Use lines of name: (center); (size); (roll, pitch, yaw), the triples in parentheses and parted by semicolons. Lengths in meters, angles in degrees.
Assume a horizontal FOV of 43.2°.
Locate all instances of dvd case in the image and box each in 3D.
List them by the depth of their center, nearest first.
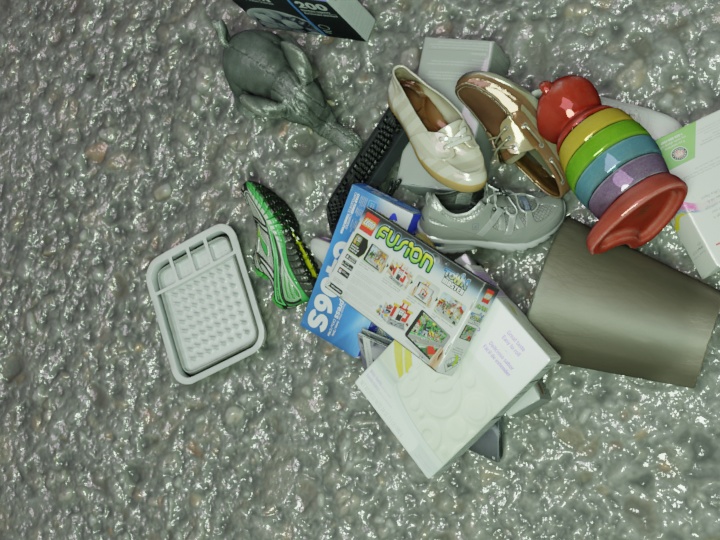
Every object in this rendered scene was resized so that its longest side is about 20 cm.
dvd case: (0.088, 0.159, 1.149); (0.197, 0.151, 0.016); (22, 53, 26)

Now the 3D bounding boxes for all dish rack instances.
dish rack: (-0.224, 0.052, 1.352); (0.169, 0.043, 0.204); (-25, 73, 18)

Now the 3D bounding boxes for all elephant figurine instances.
elephant figurine: (-0.101, -0.256, 1.267); (0.200, 0.152, 0.144); (43, 137, 44)

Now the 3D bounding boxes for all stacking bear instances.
stacking bear: (0.271, -0.136, 1.038); (0.202, 0.120, 0.114); (61, 138, 26)

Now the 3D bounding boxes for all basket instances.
basket: (0.309, 0.051, 1.064); (0.196, 0.136, 0.183); (20, 77, 21)

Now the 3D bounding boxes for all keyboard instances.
keyboard: (0.013, -0.122, 1.226); (0.201, 0.020, 0.128); (-55, 38, 30)

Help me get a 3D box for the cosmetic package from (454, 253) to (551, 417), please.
cosmetic package: (0.169, 0.082, 1.148); (0.050, 0.082, 0.203); (-31, 72, 17)

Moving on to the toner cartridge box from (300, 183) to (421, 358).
toner cartridge box: (0.000, 0.000, 1.178); (0.094, 0.043, 0.204); (26, 105, 20)

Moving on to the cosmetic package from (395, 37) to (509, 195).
cosmetic package: (0.124, -0.198, 1.209); (0.105, 0.090, 0.205); (12, 90, 26)

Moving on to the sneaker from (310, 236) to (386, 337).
sneaker: (-0.010, 0.033, 1.239); (0.200, 0.075, 0.100); (43, 99, 23)

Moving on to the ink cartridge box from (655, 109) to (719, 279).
ink cartridge box: (0.421, -0.072, 1.043); (0.115, 0.067, 0.203); (-23, 76, -1)

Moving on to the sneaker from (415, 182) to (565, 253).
sneaker: (0.167, -0.073, 1.132); (0.195, 0.083, 0.075); (-10, 44, -12)

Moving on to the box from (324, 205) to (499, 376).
box: (0.053, 0.020, 1.036); (0.199, 0.034, 0.112); (36, 99, 38)

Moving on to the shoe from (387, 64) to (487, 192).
shoe: (0.091, -0.177, 1.128); (0.069, 0.054, 0.201); (-26, 60, -16)

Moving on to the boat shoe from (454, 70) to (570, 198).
boat shoe: (0.194, -0.166, 1.118); (0.198, 0.076, 0.072); (37, 68, -7)

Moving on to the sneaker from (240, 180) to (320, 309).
sneaker: (-0.130, -0.039, 1.304); (0.084, 0.078, 0.203); (-31, 72, 18)

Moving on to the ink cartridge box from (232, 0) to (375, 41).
ink cartridge box: (-0.103, -0.388, 1.274); (0.195, 0.199, 0.044); (16, 85, 25)

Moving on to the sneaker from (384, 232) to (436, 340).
sneaker: (0.069, 0.048, 1.126); (0.089, 0.203, 0.075); (-23, 41, -10)

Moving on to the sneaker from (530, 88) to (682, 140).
sneaker: (0.300, -0.181, 1.127); (0.196, 0.080, 0.078); (14, 85, 21)

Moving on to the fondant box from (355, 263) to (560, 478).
fondant box: (0.109, 0.115, 1.046); (0.200, 0.058, 0.145); (-47, 69, 16)
